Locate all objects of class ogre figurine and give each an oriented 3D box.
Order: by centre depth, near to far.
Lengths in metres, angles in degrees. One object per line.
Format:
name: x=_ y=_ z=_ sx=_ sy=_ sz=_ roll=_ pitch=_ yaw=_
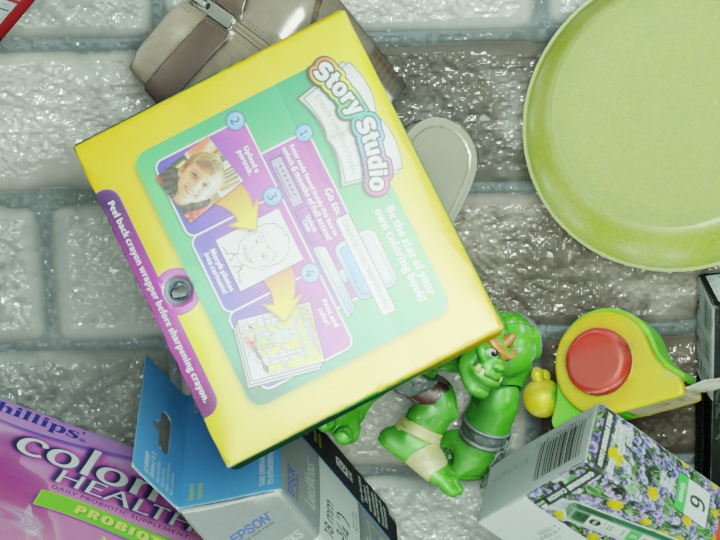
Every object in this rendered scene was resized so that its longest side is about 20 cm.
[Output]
ogre figurine: x=0.040 y=0.062 z=1.362 sx=0.199 sy=0.098 sz=0.120 roll=30 pitch=100 yaw=-24

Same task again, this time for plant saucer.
plant saucer: x=0.196 y=-0.096 z=1.335 sx=0.198 sy=0.031 sz=0.202 roll=-1 pitch=116 yaw=-2

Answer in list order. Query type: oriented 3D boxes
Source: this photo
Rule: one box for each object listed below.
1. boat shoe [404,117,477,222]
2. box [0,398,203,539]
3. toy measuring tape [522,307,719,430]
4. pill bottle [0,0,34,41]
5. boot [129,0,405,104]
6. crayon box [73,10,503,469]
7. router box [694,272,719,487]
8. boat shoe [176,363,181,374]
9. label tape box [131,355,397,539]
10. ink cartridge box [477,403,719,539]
boat shoe: x=0.000 y=0.000 z=1.291 sx=0.072 sy=0.063 sz=0.201 roll=35 pitch=79 yaw=-16
box: x=-0.189 y=0.187 z=1.355 sx=0.175 sy=0.200 sz=0.097 roll=22 pitch=112 yaw=-12
toy measuring tape: x=0.191 y=0.049 z=1.348 sx=0.199 sy=0.074 sz=0.074 roll=-17 pitch=116 yaw=22
pill bottle: x=-0.227 y=-0.188 z=1.227 sx=0.112 sy=0.112 sz=0.200 roll=39 pitch=108 yaw=-18
boot: x=-0.073 y=-0.086 z=1.292 sx=0.146 sy=0.070 sz=0.201 roll=32 pitch=92 yaw=-1
crayon box: x=-0.039 y=-0.016 z=1.220 sx=0.172 sy=0.058 sz=0.201 roll=-26 pitch=84 yaw=-2
router box: x=0.294 y=0.096 z=1.417 sx=0.148 sy=0.051 sz=0.202 roll=-4 pitch=115 yaw=-3
boat shoe: x=-0.032 y=0.011 z=1.354 sx=0.199 sy=0.065 sz=0.072 roll=-30 pitch=111 yaw=10
label tape box: x=-0.054 y=0.140 z=1.370 sx=0.063 sy=0.144 sz=0.200 roll=-34 pitch=112 yaw=13
ink cartridge box: x=0.185 y=0.173 z=1.380 sx=0.199 sy=0.051 sz=0.109 roll=35 pitch=137 yaw=-19
